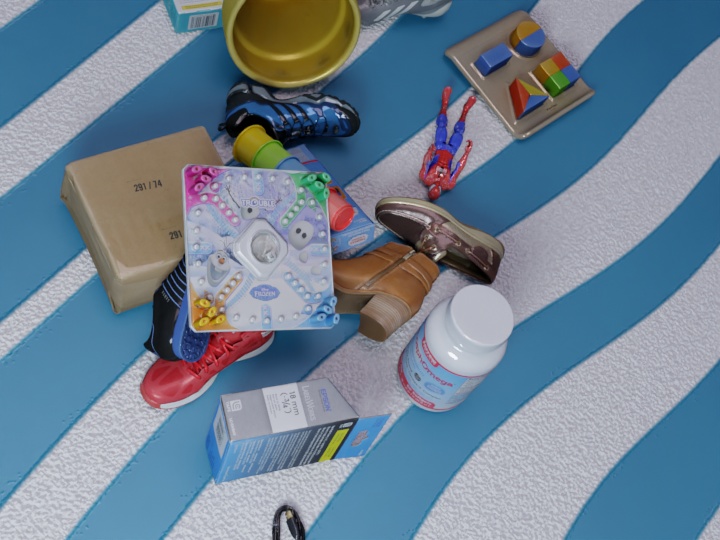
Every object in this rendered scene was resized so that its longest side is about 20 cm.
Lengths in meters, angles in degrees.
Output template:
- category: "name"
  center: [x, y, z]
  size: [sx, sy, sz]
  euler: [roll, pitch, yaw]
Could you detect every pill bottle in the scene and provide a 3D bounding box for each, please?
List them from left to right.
- category: "pill bottle"
  center: [0.123, 0.099, 1.399]
  size: [0.108, 0.200, 0.109]
  euler: [7, 61, -12]

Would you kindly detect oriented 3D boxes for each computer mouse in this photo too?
- category: "computer mouse"
  center: [-0.053, 0.372, 1.301]
  size: [0.058, 0.034, 0.201]
  euler: [-21, 70, -24]

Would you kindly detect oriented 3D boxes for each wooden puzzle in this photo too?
- category: "wooden puzzle"
  center: [0.262, -0.326, 1.754]
  size: [0.185, 0.046, 0.200]
  euler: [-33, 76, -28]

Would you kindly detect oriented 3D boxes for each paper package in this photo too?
- category: "paper package"
  center: [-0.264, -0.068, 1.432]
  size: [0.199, 0.104, 0.191]
  euler: [-20, 72, -25]

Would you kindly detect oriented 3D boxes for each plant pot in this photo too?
- category: "plant pot"
  center: [-0.114, -0.408, 1.614]
  size: [0.199, 0.201, 0.190]
  euler: [-2, 48, -17]

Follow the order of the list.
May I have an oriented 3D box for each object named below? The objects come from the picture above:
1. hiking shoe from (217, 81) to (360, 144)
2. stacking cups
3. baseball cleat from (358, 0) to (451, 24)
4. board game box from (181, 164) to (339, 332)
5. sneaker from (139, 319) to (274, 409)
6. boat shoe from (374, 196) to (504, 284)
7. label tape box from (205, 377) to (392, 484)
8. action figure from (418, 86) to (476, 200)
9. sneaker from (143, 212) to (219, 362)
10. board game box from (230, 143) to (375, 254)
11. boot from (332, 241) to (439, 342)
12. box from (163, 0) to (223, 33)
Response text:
- category: "hiking shoe"
  center: [-0.100, -0.209, 1.571]
  size: [0.198, 0.075, 0.087]
  euler: [7, 53, 0]
- category: "stacking cups"
  center: [-0.085, -0.123, 1.462]
  size: [0.200, 0.061, 0.060]
  euler: [37, 57, 27]
- category: "baseball cleat"
  center: [0.057, -0.442, 1.721]
  size: [0.199, 0.107, 0.070]
  euler: [-11, 71, -19]
- category: "board game box"
  center: [-0.118, -0.028, 1.331]
  size: [0.199, 0.026, 0.202]
  euler: [0, 82, -32]
- category: "sneaker"
  center: [-0.187, 0.090, 1.362]
  size: [0.200, 0.116, 0.078]
  euler: [-36, 77, -29]
- category: "boat shoe"
  center: [0.108, -0.038, 1.546]
  size: [0.199, 0.072, 0.072]
  euler: [26, 57, -9]
- category: "label tape box"
  center: [-0.079, 0.190, 1.325]
  size: [0.199, 0.144, 0.064]
  euler: [-8, 63, -20]
- category: "action figure"
  center: [0.135, -0.199, 1.624]
  size: [0.065, 0.099, 0.201]
  euler: [18, 62, -5]
- category: "sneaker"
  center: [-0.212, 0.013, 1.339]
  size: [0.077, 0.070, 0.201]
  euler: [5, 70, 35]
- category: "board game box"
  center: [-0.095, -0.089, 1.490]
  size: [0.151, 0.037, 0.200]
  euler: [-19, 47, -24]
- category: "boot"
  center: [0.000, 0.000, 1.500]
  size: [0.200, 0.074, 0.155]
  euler: [36, 50, 10]
- category: "box"
  center: [-0.273, -0.461, 1.667]
  size: [0.082, 0.049, 0.201]
  euler: [-13, 67, -22]
